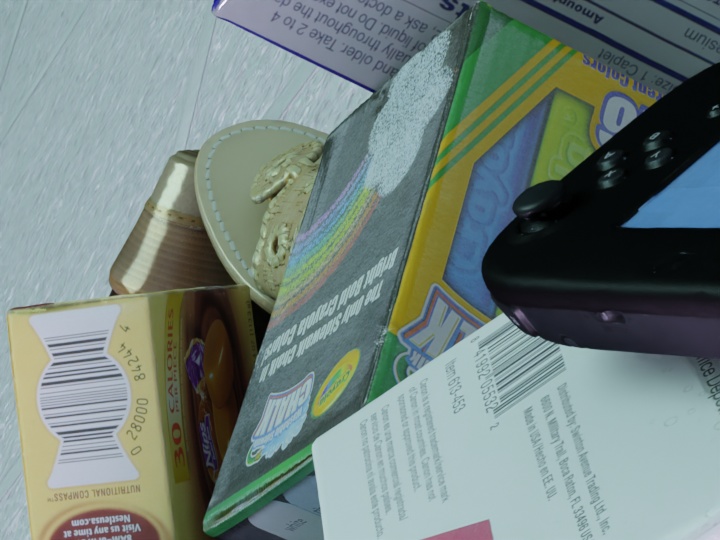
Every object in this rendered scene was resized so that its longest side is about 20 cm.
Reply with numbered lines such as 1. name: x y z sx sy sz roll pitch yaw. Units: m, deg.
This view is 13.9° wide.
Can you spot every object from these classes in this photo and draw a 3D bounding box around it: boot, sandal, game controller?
1. boot: -0.045 0.036 1.214 0.200 0.072 0.167 1 -74 -58
2. sandal: 0.005 -0.002 1.049 0.212 0.077 0.070 58 160 34
3. game controller: 0.111 -0.019 0.609 0.104 0.042 0.200 -48 26 -23

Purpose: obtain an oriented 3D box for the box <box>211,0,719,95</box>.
1. box: 0.076 -0.145 0.984 0.200 0.183 0.105 -55 19 30

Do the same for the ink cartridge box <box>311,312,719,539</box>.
1. ink cartridge box: 0.095 0.045 0.678 0.200 0.084 0.145 -35 23 11

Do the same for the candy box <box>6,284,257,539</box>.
1. candy box: -0.067 0.108 1.015 0.117 0.056 0.201 -2 -96 -75

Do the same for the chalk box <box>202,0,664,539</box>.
1. chalk box: 0.039 0.044 0.936 0.124 0.123 0.201 -37 33 58
